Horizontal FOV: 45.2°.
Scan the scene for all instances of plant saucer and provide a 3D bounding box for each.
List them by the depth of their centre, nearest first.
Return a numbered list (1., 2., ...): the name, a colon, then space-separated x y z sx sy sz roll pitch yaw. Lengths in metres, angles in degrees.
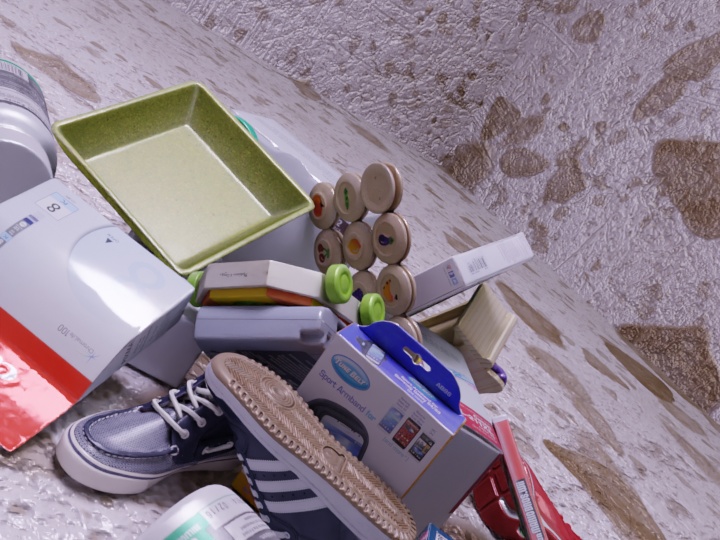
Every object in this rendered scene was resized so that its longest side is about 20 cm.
1. plant saucer: -0.178 -0.089 0.873 0.200 0.048 0.199 47 43 10

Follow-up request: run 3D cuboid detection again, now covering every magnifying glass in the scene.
1. magnifying glass: -0.174 -0.077 0.963 0.079 0.201 0.022 27 8 14

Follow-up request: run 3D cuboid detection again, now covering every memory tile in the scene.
1. memory tile: 0.000 0.000 0.874 0.017 0.202 0.153 -5 -2 -39

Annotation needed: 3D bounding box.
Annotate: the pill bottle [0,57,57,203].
1. pill bottle: -0.363 -0.127 0.858 0.113 0.113 0.200 26 19 -35

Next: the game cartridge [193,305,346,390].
1. game cartridge: -0.062 0.077 0.784 0.132 0.042 0.200 3 -21 20

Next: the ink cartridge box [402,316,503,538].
1. ink cartridge box: 0.049 0.158 0.862 0.083 0.146 0.200 32 16 -15

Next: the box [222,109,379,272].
1. box: -0.110 -0.049 1.026 0.199 0.200 0.131 39 13 10

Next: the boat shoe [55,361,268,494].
1. boat shoe: -0.140 0.112 0.681 0.075 0.093 0.200 43 16 23

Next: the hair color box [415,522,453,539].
1. hair color box: 0.101 0.297 0.655 0.199 0.100 0.061 37 14 1

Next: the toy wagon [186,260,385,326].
1. toy wagon: -0.057 0.039 0.789 0.154 0.040 0.200 -2 -23 27

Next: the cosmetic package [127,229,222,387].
1. cosmetic package: -0.200 0.020 0.862 0.101 0.071 0.200 32 16 -17

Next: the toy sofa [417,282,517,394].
1. toy sofa: 0.093 0.099 1.028 0.098 0.199 0.083 50 48 -13

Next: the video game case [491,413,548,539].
1. video game case: 0.166 0.250 0.833 0.143 0.017 0.201 65 8 -67

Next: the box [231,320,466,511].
1. box: -0.008 0.138 0.690 0.119 0.201 0.041 39 25 12

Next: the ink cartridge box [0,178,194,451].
1. ink cartridge box: -0.249 0.022 0.665 0.160 0.047 0.200 38 36 6

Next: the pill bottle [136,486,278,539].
1. pill bottle: -0.048 0.227 0.474 0.200 0.113 0.113 40 15 16

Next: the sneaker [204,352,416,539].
1. sneaker: -0.064 0.163 0.652 0.200 0.109 0.070 44 19 2

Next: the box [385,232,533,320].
1. box: 0.071 0.023 0.935 0.144 0.199 0.037 -18 83 -49

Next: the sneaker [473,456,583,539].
1. sneaker: 0.204 0.292 0.993 0.115 0.078 0.201 35 25 -41
